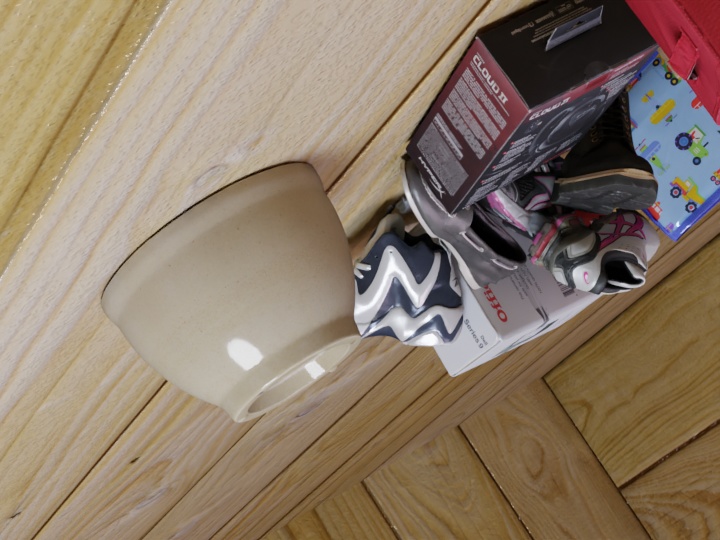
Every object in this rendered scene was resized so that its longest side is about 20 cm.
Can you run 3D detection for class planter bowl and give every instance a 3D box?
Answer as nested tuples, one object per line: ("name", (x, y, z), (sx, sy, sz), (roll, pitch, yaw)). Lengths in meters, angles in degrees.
("planter bowl", (-0.083, 0.031, 1.183), (0.199, 0.135, 0.200), (-32, 169, -7))

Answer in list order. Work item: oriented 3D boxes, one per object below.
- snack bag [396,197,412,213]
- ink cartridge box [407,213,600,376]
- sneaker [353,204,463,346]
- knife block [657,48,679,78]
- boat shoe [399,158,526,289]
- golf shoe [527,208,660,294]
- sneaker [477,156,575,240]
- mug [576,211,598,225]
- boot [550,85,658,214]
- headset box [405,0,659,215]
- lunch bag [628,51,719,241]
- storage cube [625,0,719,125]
("snack bag", (0.142, -0.112, 1.505), (0.188, 0.022, 0.200), (-38, 168, 19))
("ink cartridge box", (0.136, 0.004, 1.557), (0.199, 0.147, 0.084), (-19, 164, -48))
("sneaker", (0.000, 0.000, 1.449), (0.197, 0.131, 0.079), (3, -167, 11))
("knife block", (0.353, -0.272, 1.346), (0.199, 0.064, 0.176), (-33, 168, -4))
("boat shoe", (0.095, -0.049, 1.386), (0.057, 0.067, 0.200), (-20, 146, 16))
("golf shoe", (0.245, -0.008, 1.490), (0.199, 0.092, 0.073), (-9, 135, -52))
("sneaker", (0.155, -0.086, 1.465), (0.087, 0.080, 0.200), (-64, 152, 1))
("mug", (0.210, -0.053, 1.752), (0.199, 0.132, 0.179), (0, 106, -63))
("boot", (0.221, -0.127, 1.362), (0.077, 0.140, 0.200), (12, 178, -11))
("headset box", (0.140, -0.145, 1.231), (0.148, 0.078, 0.200), (-29, 166, -26))
("lunch bag", (0.318, -0.139, 1.500), (0.200, 0.151, 0.094), (-43, 168, 5))
("storage cube", (0.242, -0.225, 0.936), (0.199, 0.181, 0.171), (-36, 168, 7))
